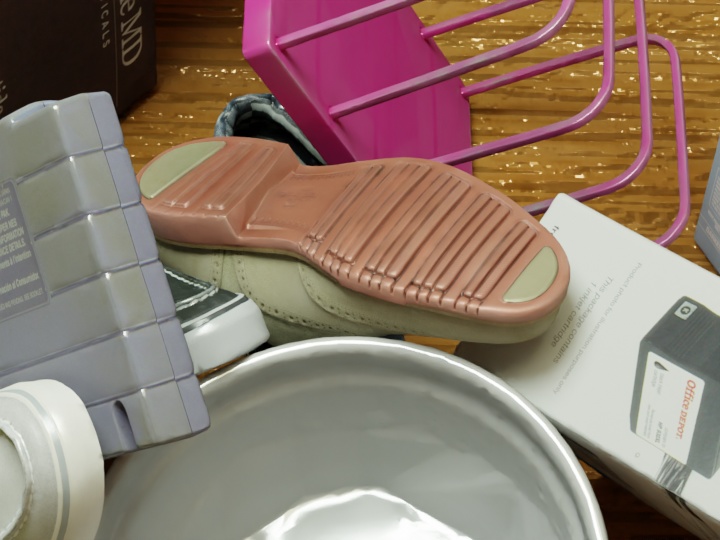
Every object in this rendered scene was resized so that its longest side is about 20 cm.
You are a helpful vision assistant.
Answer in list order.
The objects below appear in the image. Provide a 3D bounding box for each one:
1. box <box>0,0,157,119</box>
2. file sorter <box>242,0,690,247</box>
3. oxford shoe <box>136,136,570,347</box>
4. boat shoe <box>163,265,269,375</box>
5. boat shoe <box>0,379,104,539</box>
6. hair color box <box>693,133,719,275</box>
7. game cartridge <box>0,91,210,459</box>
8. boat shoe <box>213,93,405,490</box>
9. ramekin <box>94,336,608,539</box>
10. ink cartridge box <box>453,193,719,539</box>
[{"bbox_3d":[-0.216,-0.120,1.022,0.164,0.166,0.200,33,57,20],"label":"box"},{"bbox_3d":[0.052,-0.101,0.982,0.125,0.200,0.140,-16,49,21],"label":"file sorter"},{"bbox_3d":[0.000,0.000,0.897,0.199,0.074,0.071,17,46,36],"label":"oxford shoe"},{"bbox_3d":[-0.118,0.012,0.922,0.073,0.069,0.199,-25,15,-37],"label":"boat shoe"},{"bbox_3d":[-0.164,0.094,0.843,0.068,0.200,0.073,-12,83,-39],"label":"boat shoe"},{"bbox_3d":[0.217,-0.071,0.991,0.098,0.201,0.061,-19,55,-18],"label":"hair color box"},{"bbox_3d":[-0.134,0.014,0.860,0.038,0.199,0.131,-11,86,-37],"label":"game cartridge"},{"bbox_3d":[-0.018,0.019,0.975,0.070,0.091,0.201,-20,56,-18],"label":"boat shoe"},{"bbox_3d":[-0.003,0.136,0.858,0.198,0.105,0.201,-3,62,5],"label":"ramekin"},{"bbox_3d":[0.156,0.068,0.873,0.200,0.145,0.084,31,86,39],"label":"ink cartridge box"}]
